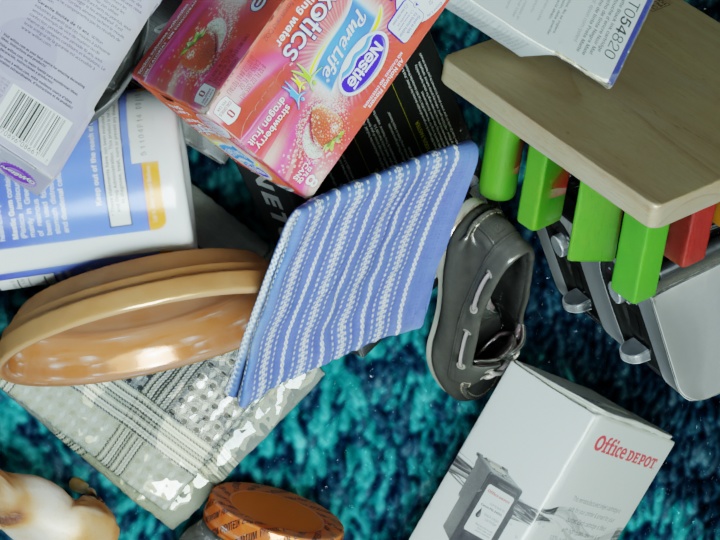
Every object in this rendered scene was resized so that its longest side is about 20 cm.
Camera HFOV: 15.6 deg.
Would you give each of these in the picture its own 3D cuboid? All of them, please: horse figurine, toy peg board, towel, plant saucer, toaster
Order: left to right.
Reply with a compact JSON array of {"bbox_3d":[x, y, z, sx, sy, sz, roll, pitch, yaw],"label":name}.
[{"bbox_3d":[-0.214,0.152,1.685,0.199,0.132,0.050,29,94,-30],"label":"horse figurine"},{"bbox_3d":[-0.132,0.027,1.633,0.199,0.200,0.038,-9,77,-21],"label":"plant saucer"},{"bbox_3d":[-0.124,0.054,1.747,0.193,0.035,0.200,-49,121,-2],"label":"towel"},{"bbox_3d":[0.000,0.000,1.627,0.200,0.024,0.145,-24,141,-52],"label":"towel"},{"bbox_3d":[0.184,-0.080,1.714,0.198,0.200,0.098,-22,135,-35],"label":"toy peg board"},{"bbox_3d":[0.238,-0.022,1.804,0.199,0.181,0.119,-25,123,-15],"label":"toaster"}]

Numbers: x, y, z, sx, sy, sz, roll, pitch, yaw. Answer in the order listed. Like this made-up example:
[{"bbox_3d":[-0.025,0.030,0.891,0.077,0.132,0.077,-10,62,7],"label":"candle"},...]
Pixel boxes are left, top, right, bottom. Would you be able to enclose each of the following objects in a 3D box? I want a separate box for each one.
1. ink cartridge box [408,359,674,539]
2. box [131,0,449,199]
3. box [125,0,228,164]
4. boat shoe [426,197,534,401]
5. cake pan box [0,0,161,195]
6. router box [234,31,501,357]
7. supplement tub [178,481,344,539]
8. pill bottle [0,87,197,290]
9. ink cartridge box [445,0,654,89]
[{"bbox_3d":[0.117,0.174,1.843,0.201,0.083,0.145,-60,150,4],"label":"ink cartridge box"},{"bbox_3d":[-0.028,-0.158,1.553,0.100,0.095,0.201,38,84,-37],"label":"box"},{"bbox_3d":[-0.100,-0.192,1.660,0.158,0.048,0.201,32,93,-30],"label":"box"},{"bbox_3d":[0.085,0.034,1.776,0.067,0.057,0.201,-40,149,-25],"label":"boat shoe"},{"bbox_3d":[-0.216,-0.169,1.542,0.199,0.052,0.185,31,71,-10],"label":"cake pan box"},{"bbox_3d":[0.004,-0.066,1.714,0.149,0.051,0.201,-44,132,-23],"label":"router box"},{"bbox_3d":[-0.083,0.255,1.789,0.122,0.122,0.201,11,104,-27],"label":"supplement tub"},{"bbox_3d":[-0.205,-0.046,1.612,0.199,0.112,0.113,-7,113,-1],"label":"pill bottle"},{"bbox_3d":[0.114,-0.246,1.685,0.199,0.041,0.200,31,75,-15],"label":"ink cartridge box"}]
